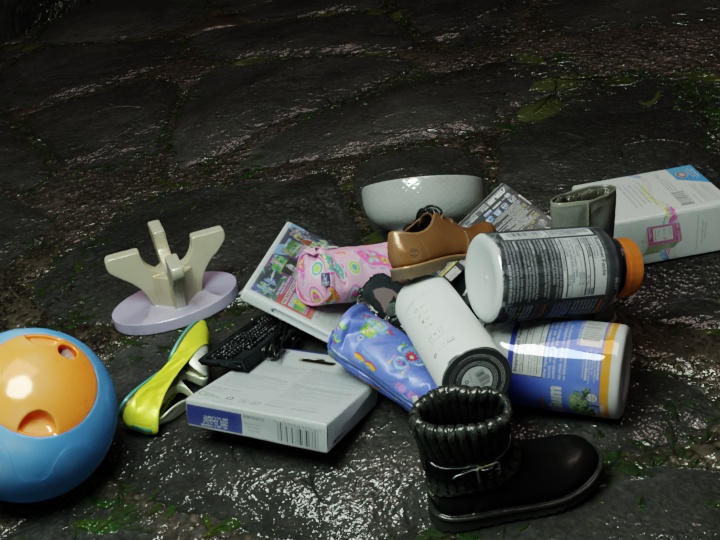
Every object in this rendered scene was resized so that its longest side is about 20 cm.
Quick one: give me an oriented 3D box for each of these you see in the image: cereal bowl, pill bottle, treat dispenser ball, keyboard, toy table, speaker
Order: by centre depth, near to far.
[{"bbox_3d":[0.100,0.077,1.030,0.080,0.082,0.200,-13,24,-8],"label":"speaker"},{"bbox_3d":[-0.388,0.169,1.062,0.199,0.203,0.201,-7,30,4],"label":"treat dispenser ball"},{"bbox_3d":[0.232,0.003,1.068,0.198,0.107,0.106,-4,28,-17],"label":"pill bottle"},{"bbox_3d":[0.219,0.110,1.089,0.198,0.113,0.112,5,32,23],"label":"pill bottle"},{"bbox_3d":[-0.138,0.084,1.256,0.103,0.040,0.200,3,18,18],"label":"keyboard"},{"bbox_3d":[-0.294,0.009,1.396,0.199,0.118,0.183,-24,33,-26],"label":"toy table"},{"bbox_3d":[0.103,-0.100,1.471,0.198,0.084,0.200,-5,-3,0],"label":"cereal bowl"}]

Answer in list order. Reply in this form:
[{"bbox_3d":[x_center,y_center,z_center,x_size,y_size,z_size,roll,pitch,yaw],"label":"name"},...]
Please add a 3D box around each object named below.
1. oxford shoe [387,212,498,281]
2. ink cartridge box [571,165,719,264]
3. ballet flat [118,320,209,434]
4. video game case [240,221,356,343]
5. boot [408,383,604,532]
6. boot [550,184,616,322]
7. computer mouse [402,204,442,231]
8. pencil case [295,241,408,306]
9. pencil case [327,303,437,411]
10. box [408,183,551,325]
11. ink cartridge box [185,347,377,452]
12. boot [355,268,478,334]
[{"bbox_3d":[0.110,-0.043,1.144,0.071,0.072,0.199,-11,4,44],"label":"oxford shoe"},{"bbox_3d":[0.440,-0.083,1.386,0.198,0.085,0.145,-9,29,-3],"label":"ink cartridge box"},{"bbox_3d":[-0.243,0.147,1.213,0.067,0.067,0.200,24,42,11],"label":"ballet flat"},{"bbox_3d":[-0.060,0.022,1.319,0.181,0.023,0.200,27,35,-1],"label":"video game case"},{"bbox_3d":[0.157,0.181,0.936,0.209,0.159,0.080,-16,32,-11],"label":"boot"},{"bbox_3d":[0.264,0.005,1.165,0.181,0.202,0.072,-25,35,-27],"label":"boot"},{"bbox_3d":[0.158,-0.032,1.390,0.198,0.140,0.046,19,68,-15],"label":"computer mouse"},{"bbox_3d":[0.000,0.000,1.292,0.199,0.088,0.087,-7,23,-39],"label":"pencil case"},{"bbox_3d":[0.046,0.122,1.099,0.199,0.079,0.087,35,35,28],"label":"pencil case"},{"bbox_3d":[0.184,-0.009,1.258,0.200,0.049,0.161,-43,48,-5],"label":"box"},{"bbox_3d":[-0.085,0.157,1.144,0.198,0.041,0.200,6,18,24],"label":"ink cartridge box"},{"bbox_3d":[0.084,0.035,1.200,0.167,0.076,0.201,27,81,34],"label":"boot"}]
